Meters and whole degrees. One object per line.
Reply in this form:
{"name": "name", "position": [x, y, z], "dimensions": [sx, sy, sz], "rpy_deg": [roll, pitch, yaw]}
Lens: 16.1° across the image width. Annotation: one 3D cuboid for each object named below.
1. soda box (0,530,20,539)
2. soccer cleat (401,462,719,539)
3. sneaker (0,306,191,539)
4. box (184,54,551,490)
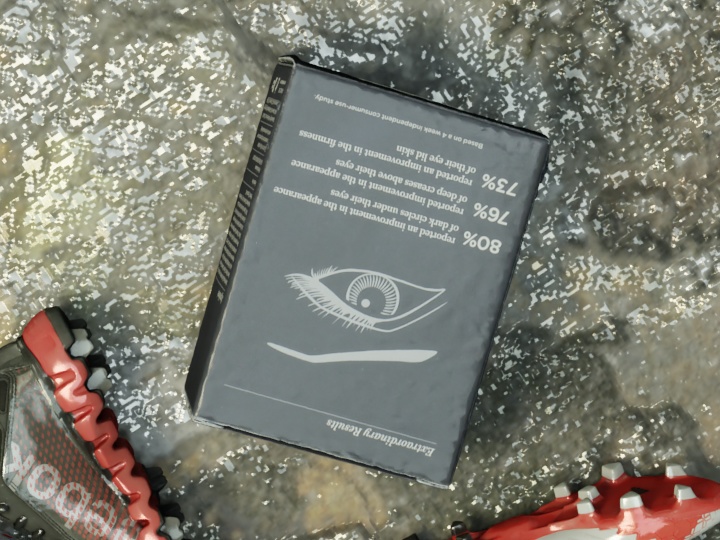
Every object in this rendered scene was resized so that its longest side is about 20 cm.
{"name": "soda box", "position": [-0.237, 0.238, 1.385], "dimensions": [0.064, 0.068, 0.200], "rpy_deg": [26, 92, -9]}
{"name": "soccer cleat", "position": [0.115, 0.168, 1.425], "dimensions": [0.200, 0.069, 0.085], "rpy_deg": [-17, 106, -1]}
{"name": "sneaker", "position": [-0.155, 0.125, 1.383], "dimensions": [0.098, 0.071, 0.201], "rpy_deg": [-27, 96, -4]}
{"name": "box", "position": [0.000, 0.000, 1.372], "dimensions": [0.148, 0.104, 0.200], "rpy_deg": [17, 94, -8]}
